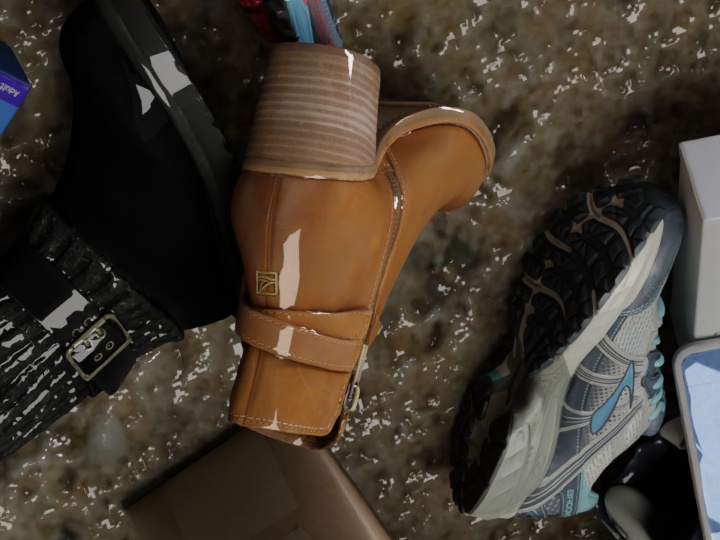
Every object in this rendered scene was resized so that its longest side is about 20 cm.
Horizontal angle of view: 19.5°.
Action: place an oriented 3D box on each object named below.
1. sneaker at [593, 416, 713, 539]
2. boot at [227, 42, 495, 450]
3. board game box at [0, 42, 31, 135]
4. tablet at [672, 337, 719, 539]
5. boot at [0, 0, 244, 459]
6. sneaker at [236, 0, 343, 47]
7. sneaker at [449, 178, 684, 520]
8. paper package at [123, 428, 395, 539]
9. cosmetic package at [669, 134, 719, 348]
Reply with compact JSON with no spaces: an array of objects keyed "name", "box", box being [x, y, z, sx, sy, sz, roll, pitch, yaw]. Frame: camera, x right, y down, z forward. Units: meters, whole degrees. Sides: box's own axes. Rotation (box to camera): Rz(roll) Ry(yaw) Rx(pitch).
[{"name":"sneaker","box":[0.161,0.158,1.107,0.129,0.079,0.200,2,118,-43]},{"name":"boot","box":[0.000,0.000,0.886,0.076,0.200,0.156,6,85,16]},{"name":"board game box","box":[-0.250,-0.033,0.842,0.152,0.045,0.200,26,107,-34]},{"name":"tablet","box":[0.262,0.082,1.033,0.199,0.014,0.131,-11,98,4]},{"name":"boot","box":[-0.126,-0.014,0.871,0.157,0.080,0.212,-26,139,-8]},{"name":"sneaker","box":[-0.017,-0.175,0.843,0.095,0.079,0.201,-20,126,-15]},{"name":"sneaker","box":[0.117,0.041,1.038,0.086,0.078,0.201,12,124,-23]},{"name":"paper package","box":[-0.004,0.192,0.994,0.103,0.200,0.191,-35,127,-2]},{"name":"cosmetic package","box":[0.254,-0.020,1.018,0.199,0.052,0.151,-11,145,0]}]
